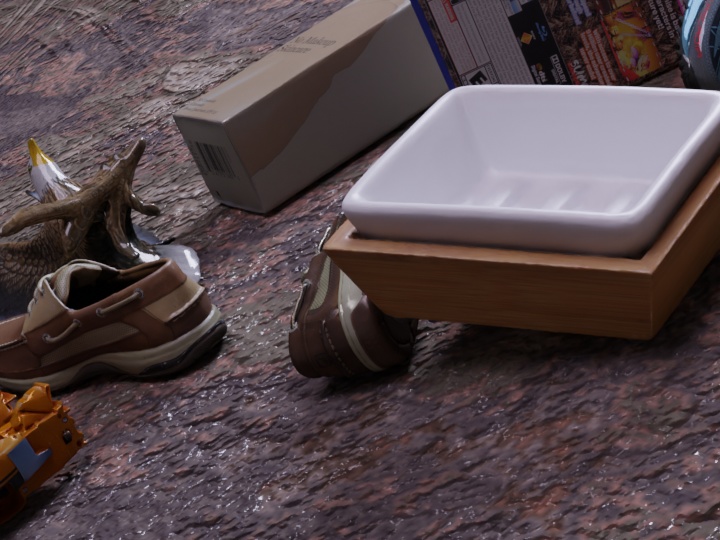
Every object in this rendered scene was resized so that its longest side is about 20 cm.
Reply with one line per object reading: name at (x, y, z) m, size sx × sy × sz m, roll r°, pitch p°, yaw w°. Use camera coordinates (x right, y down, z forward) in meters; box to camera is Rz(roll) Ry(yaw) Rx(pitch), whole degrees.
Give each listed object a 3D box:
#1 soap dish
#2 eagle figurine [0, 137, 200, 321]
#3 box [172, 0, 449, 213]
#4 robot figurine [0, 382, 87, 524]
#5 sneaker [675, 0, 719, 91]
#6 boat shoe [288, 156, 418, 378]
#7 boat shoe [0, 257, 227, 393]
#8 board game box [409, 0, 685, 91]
soap dish at (0.103, -0.033, 1.168) m, size 0.199 × 0.082 × 0.157 m, roll 5°, pitch 35°, yaw 33°
eagle figurine at (-0.204, -0.021, 1.514) m, size 0.151 × 0.152 × 0.200 m, roll 9°, pitch -26°, yaw -20°
box at (-0.027, -0.129, 1.583) m, size 0.200 × 0.078 × 0.095 m, roll -35°, pitch 22°, yaw -22°
robot figurine at (-0.265, 0.138, 1.256) m, size 0.200 × 0.058 × 0.145 m, roll -37°, pitch 23°, yaw -29°
sneaker at (0.277, -0.167, 1.328) m, size 0.200 × 0.080 × 0.095 m, roll -38°, pitch 26°, yaw -28°
boat shoe at (-0.003, -0.005, 1.279) m, size 0.075 × 0.075 × 0.203 m, roll -23°, pitch 21°, yaw 22°
boat shoe at (-0.175, 0.027, 1.392) m, size 0.199 × 0.074 × 0.076 m, roll -10°, pitch 26°, yaw 36°
board game box at (0.135, -0.202, 1.457) m, size 0.199 × 0.160 × 0.097 m, roll -24°, pitch 21°, yaw 1°
